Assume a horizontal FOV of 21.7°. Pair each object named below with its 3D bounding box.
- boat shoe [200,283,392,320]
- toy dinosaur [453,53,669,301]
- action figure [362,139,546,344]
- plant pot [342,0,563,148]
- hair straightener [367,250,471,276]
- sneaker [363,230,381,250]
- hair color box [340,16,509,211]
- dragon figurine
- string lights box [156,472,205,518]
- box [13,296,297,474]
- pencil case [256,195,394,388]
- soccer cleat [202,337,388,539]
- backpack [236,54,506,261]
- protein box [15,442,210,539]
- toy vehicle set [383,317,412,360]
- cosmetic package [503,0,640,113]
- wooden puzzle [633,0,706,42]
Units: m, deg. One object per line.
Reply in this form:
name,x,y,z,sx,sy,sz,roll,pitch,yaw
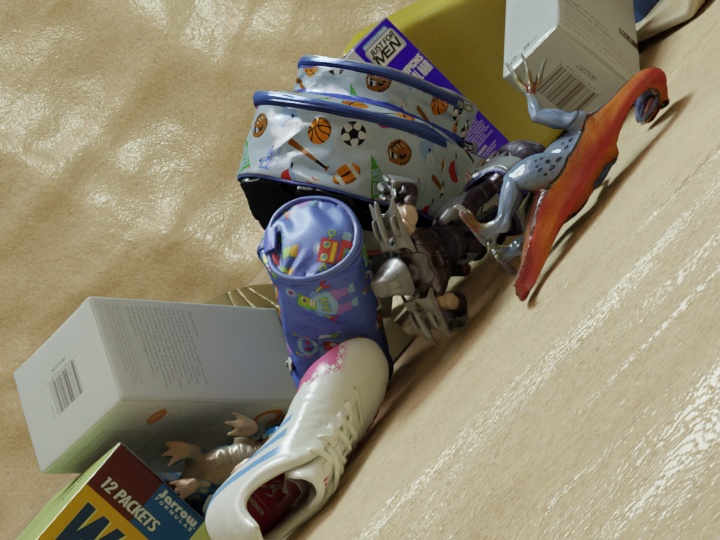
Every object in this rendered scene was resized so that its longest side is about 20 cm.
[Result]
boat shoe,-0.060,0.051,1.696,0.199,0.069,0.074,-11,29,-18
toy dinosaur,0.165,-0.070,1.371,0.181,0.105,0.200,-38,41,7
action figure,0.068,-0.024,1.427,0.069,0.130,0.200,6,30,44
plant pot,0.116,-0.188,1.812,0.176,0.200,0.200,-35,8,9
hair straightener,0.000,0.000,1.630,0.200,0.041,0.077,7,32,45
sneaker,0.006,-0.068,1.749,0.074,0.116,0.200,-36,-26,12
hair color box,0.052,-0.113,1.657,0.065,0.200,0.109,-50,7,-38
dragon figurine,-0.091,0.156,1.499,0.200,0.059,0.099,-24,-22,15
string lights box,-0.162,0.188,1.695,0.059,0.103,0.200,-46,6,14
box,-0.164,0.098,1.559,0.200,0.098,0.124,6,-37,-44
pencil case,-0.027,0.030,1.453,0.200,0.087,0.078,78,-172,-52
soccer cleat,-0.031,0.132,1.373,0.200,0.070,0.086,-51,25,-22
backpack,0.000,-0.092,1.517,0.190,0.199,0.155,5,-90,-60
protein box,-0.227,0.270,1.474,0.199,0.135,0.200,-50,6,-30
toy vehicle set,-0.040,0.123,1.620,0.200,0.027,0.124,-49,6,-9
cosmetic package,0.183,-0.203,1.629,0.074,0.102,0.200,-43,21,28
wooden puzzle,0.305,-0.287,1.728,0.185,0.046,0.200,-50,6,-18
